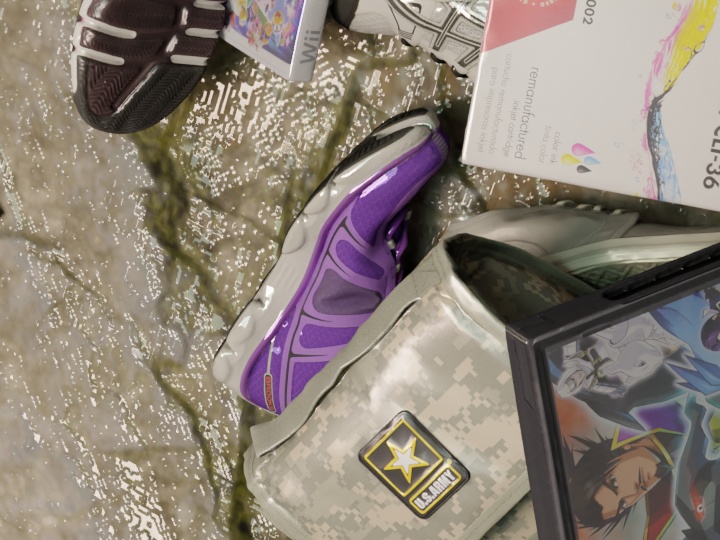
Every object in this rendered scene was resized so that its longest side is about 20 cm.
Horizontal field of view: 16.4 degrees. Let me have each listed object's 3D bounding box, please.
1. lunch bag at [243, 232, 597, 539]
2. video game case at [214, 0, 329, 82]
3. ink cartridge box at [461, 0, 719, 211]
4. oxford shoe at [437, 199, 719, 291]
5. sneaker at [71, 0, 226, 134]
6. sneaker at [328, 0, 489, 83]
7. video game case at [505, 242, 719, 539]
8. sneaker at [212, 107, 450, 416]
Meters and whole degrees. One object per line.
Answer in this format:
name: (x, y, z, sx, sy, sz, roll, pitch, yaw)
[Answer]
lunch bag: (0.063, 0.085, 1.195, 0.164, 0.199, 0.118, -47, 35, 28)
video game case: (-0.045, -0.214, 1.285, 0.143, 0.018, 0.201, 36, 119, 51)
ink cartridge box: (0.154, -0.093, 1.149, 0.199, 0.068, 0.117, 10, 107, 1)
oxford shoe: (0.117, -0.008, 1.236, 0.199, 0.075, 0.058, -6, 60, 30)
sneaker: (-0.113, -0.179, 1.323, 0.116, 0.075, 0.201, 49, 124, 58)
sneaker: (0.067, -0.111, 1.238, 0.199, 0.076, 0.088, 8, 103, 31)
video game case: (0.161, 0.087, 1.137, 0.025, 0.180, 0.201, 35, 141, 58)
sneaker: (0.000, 0.000, 1.313, 0.083, 0.081, 0.200, 34, 123, 4)
